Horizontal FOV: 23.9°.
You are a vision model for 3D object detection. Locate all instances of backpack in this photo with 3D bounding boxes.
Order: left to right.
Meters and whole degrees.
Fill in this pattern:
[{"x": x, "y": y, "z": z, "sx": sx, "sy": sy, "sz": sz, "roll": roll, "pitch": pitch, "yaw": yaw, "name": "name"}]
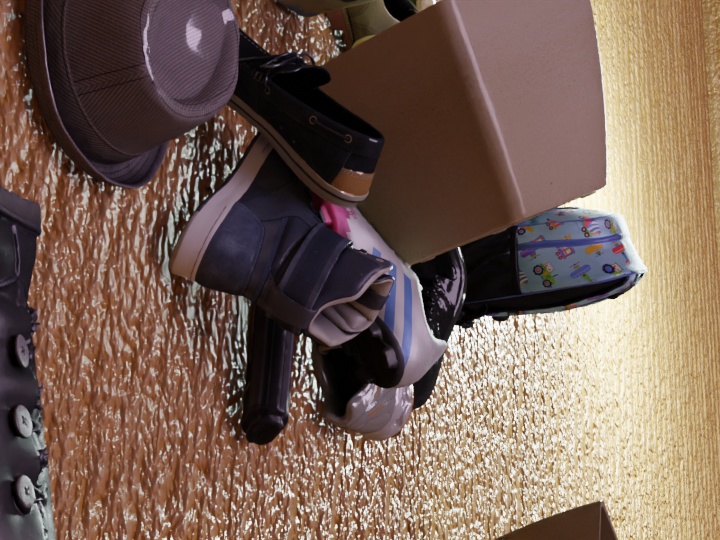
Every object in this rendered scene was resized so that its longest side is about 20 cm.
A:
[{"x": 0.194, "y": -0.020, "z": 1.786, "sx": 0.182, "sy": 0.198, "sz": 0.136, "roll": -2, "pitch": 83, "yaw": -69, "name": "backpack"}]

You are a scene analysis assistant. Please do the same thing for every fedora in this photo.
[{"x": -0.136, "y": -0.147, "z": 1.106, "sx": 0.200, "sy": 0.089, "sz": 0.179, "roll": -44, "pitch": 122, "yaw": -66, "name": "fedora"}]

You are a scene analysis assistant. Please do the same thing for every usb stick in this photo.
[{"x": -0.066, "y": 0.032, "z": 1.282, "sx": 0.056, "sy": 0.032, "sz": 0.202, "roll": 129, "pitch": -31, "yaw": -54, "name": "usb stick"}]

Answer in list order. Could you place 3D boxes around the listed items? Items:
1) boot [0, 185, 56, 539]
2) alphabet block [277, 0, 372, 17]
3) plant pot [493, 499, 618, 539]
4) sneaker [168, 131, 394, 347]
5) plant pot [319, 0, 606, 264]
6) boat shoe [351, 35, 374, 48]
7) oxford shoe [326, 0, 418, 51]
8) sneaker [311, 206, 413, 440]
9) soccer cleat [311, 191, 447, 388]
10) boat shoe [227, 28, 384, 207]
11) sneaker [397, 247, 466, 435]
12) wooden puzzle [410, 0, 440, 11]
[{"x": -0.211, "y": 0.055, "z": 0.866, "sx": 0.165, "sy": 0.065, "sz": 0.202, "roll": 19, "pitch": 68, "yaw": -65, "name": "boot"}, {"x": -0.003, "y": -0.343, "z": 1.395, "sx": 0.195, "sy": 0.198, "sz": 0.199, "roll": 19, "pitch": 63, "yaw": -68, "name": "alphabet block"}, {"x": 0.156, "y": 0.356, "z": 1.544, "sx": 0.201, "sy": 0.175, "sz": 0.201, "roll": -76, "pitch": 150, "yaw": -48, "name": "plant pot"}, {"x": -0.036, "y": -0.026, "z": 1.234, "sx": 0.203, "sy": 0.145, "sz": 0.077, "roll": -60, "pitch": 174, "yaw": -53, "name": "sneaker"}, {"x": 0.090, "y": -0.118, "z": 1.414, "sx": 0.199, "sy": 0.199, "sz": 0.179, "roll": -20, "pitch": 89, "yaw": -46, "name": "plant pot"}, {"x": 0.025, "y": -0.114, "z": 1.560, "sx": 0.065, "sy": 0.071, "sz": 0.202, "roll": -47, "pitch": 130, "yaw": -67, "name": "boat shoe"}, {"x": 0.025, "y": -0.208, "z": 1.593, "sx": 0.071, "sy": 0.073, "sz": 0.201, "roll": -76, "pitch": 149, "yaw": -47, "name": "oxford shoe"}, {"x": -0.005, "y": 0.038, "z": 1.412, "sx": 0.092, "sy": 0.075, "sz": 0.202, "roll": 14, "pitch": 65, "yaw": -61, "name": "sneaker"}, {"x": 0.000, "y": 0.000, "z": 1.367, "sx": 0.086, "sy": 0.070, "sz": 0.201, "roll": -20, "pitch": 81, "yaw": -45, "name": "soccer cleat"}, {"x": -0.054, "y": -0.131, "z": 1.234, "sx": 0.200, "sy": 0.062, "sz": 0.074, "roll": 46, "pitch": 28, "yaw": 23, "name": "boat shoe"}, {"x": 0.045, "y": 0.053, "z": 1.517, "sx": 0.104, "sy": 0.059, "sz": 0.202, "roll": 38, "pitch": 64, "yaw": -69, "name": "sneaker"}, {"x": 0.064, "y": -0.249, "z": 1.729, "sx": 0.186, "sy": 0.046, "sz": 0.202, "roll": 66, "pitch": 17, "yaw": -63, "name": "wooden puzzle"}]
